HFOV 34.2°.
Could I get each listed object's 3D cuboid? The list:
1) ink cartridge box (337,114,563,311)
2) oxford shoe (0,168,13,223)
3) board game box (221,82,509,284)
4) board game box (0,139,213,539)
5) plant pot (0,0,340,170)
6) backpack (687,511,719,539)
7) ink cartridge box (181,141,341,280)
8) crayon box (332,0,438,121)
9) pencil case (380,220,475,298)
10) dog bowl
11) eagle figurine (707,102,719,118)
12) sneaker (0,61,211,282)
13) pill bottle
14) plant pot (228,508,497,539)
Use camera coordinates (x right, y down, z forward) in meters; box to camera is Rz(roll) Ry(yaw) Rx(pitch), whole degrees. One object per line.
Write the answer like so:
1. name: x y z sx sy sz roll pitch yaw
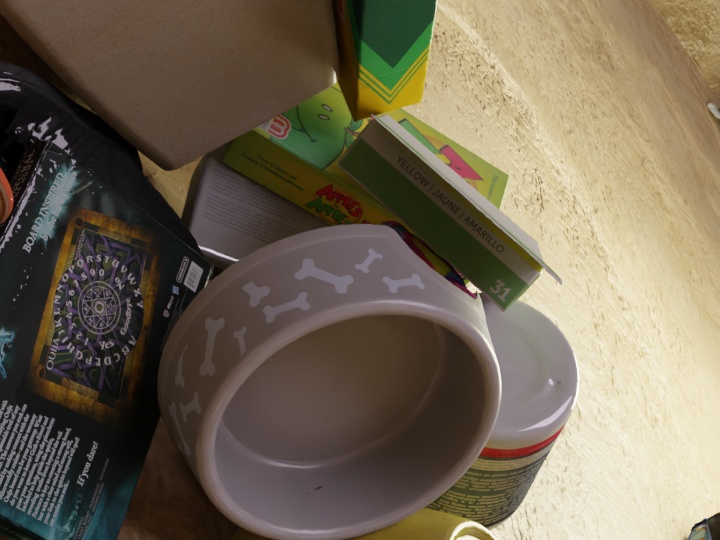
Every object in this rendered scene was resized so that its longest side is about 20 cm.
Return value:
1. ink cartridge box: 0.052 -0.036 0.732 0.145 0.048 0.200 41 10 -2
2. oxford shoe: -0.267 -0.067 0.566 0.200 0.071 0.073 33 43 -17
3. board game box: 0.008 -0.076 0.869 0.200 0.048 0.102 30 49 -11
4. board game box: -0.162 0.045 0.638 0.135 0.028 0.200 41 50 -35
5. plant pot: -0.120 -0.188 0.774 0.177 0.199 0.200 62 -1 -33
6. backpack: 0.519 0.377 1.459 0.200 0.134 0.183 17 50 -53
7. ink cartridge box: -0.031 -0.041 0.882 0.200 0.044 0.174 22 50 -18
8. crayon box: -0.011 -0.229 0.777 0.173 0.058 0.200 98 -27 -67
9. pencil case: -0.017 0.057 0.747 0.088 0.200 0.088 41 15 -14
10. dog bowl: -0.011 0.073 0.659 0.200 0.200 0.059 39 14 -37
11. eagle figurine: 0.980 -0.360 2.991 0.151 0.151 0.200 -28 127 -25
12. sneaker: -0.178 -0.050 0.721 0.200 0.060 0.104 24 41 -55
13. pill bottle: 0.074 0.121 0.844 0.119 0.200 0.120 6 50 -7
14. plant pot: 0.022 0.225 0.726 0.200 0.142 0.200 41 34 -35
